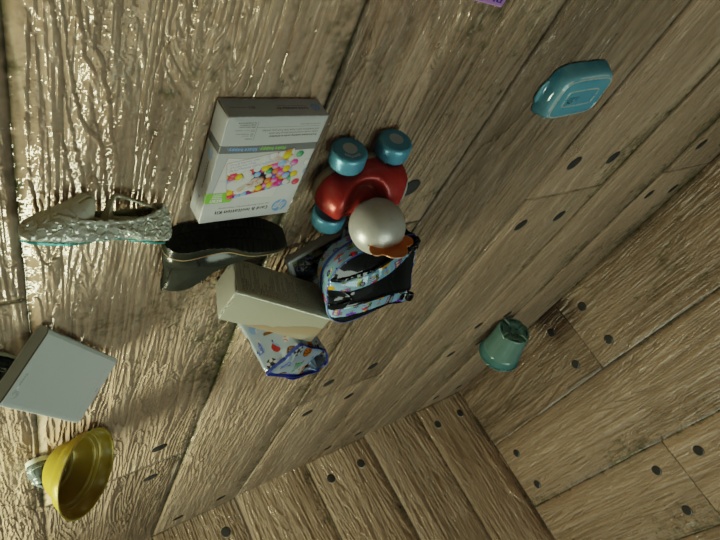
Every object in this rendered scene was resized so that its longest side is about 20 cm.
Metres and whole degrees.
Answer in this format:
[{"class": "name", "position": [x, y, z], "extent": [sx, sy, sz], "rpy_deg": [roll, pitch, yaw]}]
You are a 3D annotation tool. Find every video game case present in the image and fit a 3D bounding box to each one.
[{"class": "video game case", "position": [-0.050, -0.009, 1.156], "extent": [0.200, 0.023, 0.182], "rpy_deg": [-31, 140, -16]}]

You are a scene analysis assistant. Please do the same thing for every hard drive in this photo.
[{"class": "hard drive", "position": [-0.513, 0.183, 0.953], "extent": [0.132, 0.026, 0.200], "rpy_deg": [-63, 163, -17]}]

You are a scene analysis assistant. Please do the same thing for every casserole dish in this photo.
[{"class": "casserole dish", "position": [0.436, -0.363, 1.134], "extent": [0.200, 0.039, 0.121], "rpy_deg": [-17, 151, -30]}]

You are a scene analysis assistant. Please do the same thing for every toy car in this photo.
[{"class": "toy car", "position": [0.032, -0.098, 0.944], "extent": [0.176, 0.200, 0.185], "rpy_deg": [-18, 153, -29]}]

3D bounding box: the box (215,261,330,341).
[{"class": "box", "position": [-0.164, 0.058, 1.052], "extent": [0.200, 0.095, 0.078], "rpy_deg": [20, 125, -32]}]

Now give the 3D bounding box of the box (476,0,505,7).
[{"class": "box", "position": [0.130, -0.411, 0.594], "extent": [0.176, 0.097, 0.200], "rpy_deg": [-11, 149, -40]}]

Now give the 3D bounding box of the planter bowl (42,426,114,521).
[{"class": "planter bowl", "position": [-0.647, 0.447, 1.248], "extent": [0.083, 0.201, 0.201], "rpy_deg": [8, 155, 8]}]

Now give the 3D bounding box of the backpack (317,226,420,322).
[{"class": "backpack", "position": [0.000, 0.000, 1.080], "extent": [0.200, 0.135, 0.183], "rpy_deg": [-23, 137, -25]}]

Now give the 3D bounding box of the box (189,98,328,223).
[{"class": "box", "position": [-0.151, -0.157, 0.808], "extent": [0.156, 0.041, 0.200], "rpy_deg": [-13, 150, -37]}]

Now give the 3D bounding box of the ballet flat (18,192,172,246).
[{"class": "ballet flat", "position": [-0.341, -0.071, 0.731], "extent": [0.200, 0.072, 0.072], "rpy_deg": [-4, 144, -51]}]

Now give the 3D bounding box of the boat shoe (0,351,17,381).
[{"class": "boat shoe", "position": [-0.579, 0.186, 0.906], "extent": [0.074, 0.066, 0.199], "rpy_deg": [-29, 156, -4]}]

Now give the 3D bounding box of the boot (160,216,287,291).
[{"class": "boot", "position": [-0.236, -0.023, 0.935], "extent": [0.199, 0.078, 0.138], "rpy_deg": [-2, 148, -28]}]

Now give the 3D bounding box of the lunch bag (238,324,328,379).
[{"class": "lunch bag", "position": [-0.160, 0.140, 1.201], "extent": [0.124, 0.170, 0.200], "rpy_deg": [-39, 158, 11]}]

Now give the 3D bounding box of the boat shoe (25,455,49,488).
[{"class": "boat shoe", "position": [-0.735, 0.494, 1.310], "extent": [0.073, 0.062, 0.200], "rpy_deg": [-20, 153, -26]}]

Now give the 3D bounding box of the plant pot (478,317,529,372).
[{"class": "plant pot", "position": [0.682, 0.338, 2.602], "extent": [0.200, 0.200, 0.196], "rpy_deg": [-18, 145, -29]}]
